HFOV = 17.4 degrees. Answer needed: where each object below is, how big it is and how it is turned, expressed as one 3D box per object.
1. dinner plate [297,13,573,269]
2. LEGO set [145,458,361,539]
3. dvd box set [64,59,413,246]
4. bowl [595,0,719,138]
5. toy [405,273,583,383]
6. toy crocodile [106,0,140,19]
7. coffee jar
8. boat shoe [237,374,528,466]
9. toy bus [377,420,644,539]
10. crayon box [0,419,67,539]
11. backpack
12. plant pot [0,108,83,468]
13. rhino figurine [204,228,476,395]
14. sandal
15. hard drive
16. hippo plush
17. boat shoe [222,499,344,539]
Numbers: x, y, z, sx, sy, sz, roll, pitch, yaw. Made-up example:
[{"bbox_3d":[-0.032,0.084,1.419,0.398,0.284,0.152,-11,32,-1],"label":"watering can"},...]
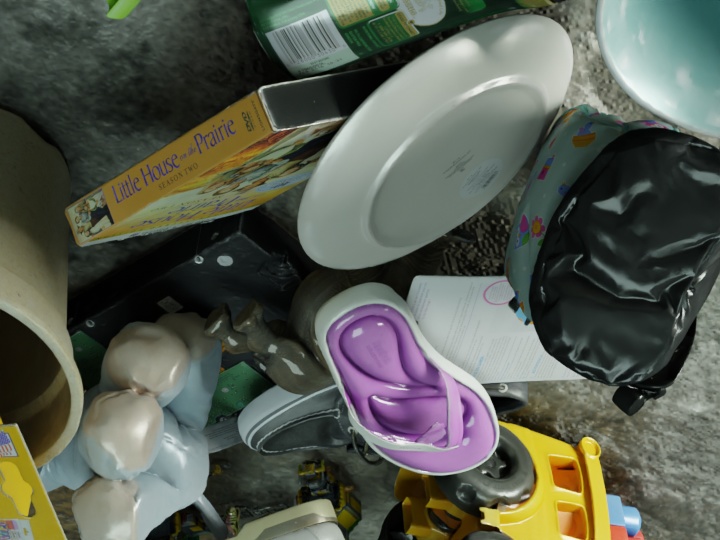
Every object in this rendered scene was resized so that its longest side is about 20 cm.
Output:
[{"bbox_3d":[0.050,-0.067,1.376,0.200,0.024,0.200,-32,154,-17],"label":"dinner plate"},{"bbox_3d":[-0.094,0.206,1.685,0.200,0.154,0.116,-3,154,20],"label":"LEGO set"},{"bbox_3d":[-0.062,-0.069,1.382,0.146,0.029,0.200,-14,171,-44],"label":"dvd box set"},{"bbox_3d":[0.224,-0.174,1.268,0.201,0.105,0.201,0,140,0],"label":"bowl"},{"bbox_3d":[0.117,0.025,1.527,0.200,0.047,0.115,1,139,-13],"label":"toy"},{"bbox_3d":[-0.196,-0.214,1.307,0.068,0.062,0.200,-29,127,31],"label":"toy crocodile"},{"bbox_3d":[0.039,-0.179,1.289,0.200,0.104,0.085,-15,130,20],"label":"coffee jar"},{"bbox_3d":[0.018,0.096,1.582,0.200,0.066,0.070,-15,151,-2],"label":"boat shoe"},{"bbox_3d":[0.122,0.210,1.641,0.192,0.200,0.136,13,138,-19],"label":"toy bus"},{"bbox_3d":[-0.281,0.116,1.411,0.200,0.052,0.126,-3,137,10],"label":"crayon box"},{"bbox_3d":[0.154,-0.026,1.380,0.127,0.200,0.167,31,100,-2],"label":"backpack"},{"bbox_3d":[-0.258,0.001,1.456,0.200,0.184,0.200,3,138,3],"label":"plant pot"},{"bbox_3d":[0.000,0.000,1.494,0.200,0.060,0.087,-44,116,10],"label":"rhino figurine"},{"bbox_3d":[0.028,0.085,1.494,0.082,0.050,0.203,-30,135,11],"label":"sandal"},{"bbox_3d":[-0.104,0.040,1.590,0.200,0.038,0.140,-30,127,32],"label":"hard drive"},{"bbox_3d":[-0.182,0.094,1.558,0.161,0.159,0.200,12,-177,19],"label":"hippo plush"},{"bbox_3d":[-0.102,0.222,1.585,0.200,0.068,0.075,-23,164,2],"label":"boat shoe"}]
